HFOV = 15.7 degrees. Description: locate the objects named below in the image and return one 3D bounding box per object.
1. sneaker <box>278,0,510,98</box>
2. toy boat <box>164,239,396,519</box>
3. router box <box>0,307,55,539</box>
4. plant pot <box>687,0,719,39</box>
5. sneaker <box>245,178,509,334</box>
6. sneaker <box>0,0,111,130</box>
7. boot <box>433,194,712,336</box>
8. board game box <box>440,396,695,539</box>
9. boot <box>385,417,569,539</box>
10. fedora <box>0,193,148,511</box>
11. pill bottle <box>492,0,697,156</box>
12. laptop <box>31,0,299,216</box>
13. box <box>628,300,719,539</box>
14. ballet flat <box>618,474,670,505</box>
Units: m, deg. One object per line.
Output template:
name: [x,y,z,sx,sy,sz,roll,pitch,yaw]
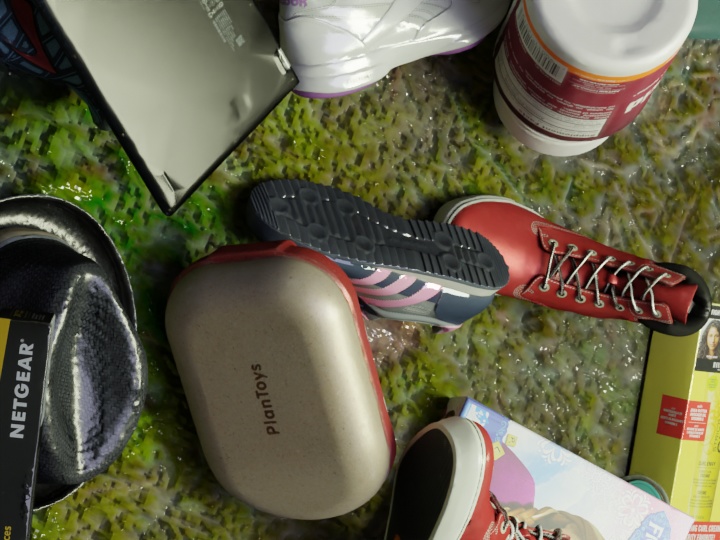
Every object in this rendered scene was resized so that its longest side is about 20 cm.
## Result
sneaker: [0.027,-0.186,1.746,0.200,0.075,0.100,-27,117,-36]
toy boat: [-0.041,0.062,1.724,0.131,0.130,0.200,-57,137,-57]
router box: [-0.264,0.115,1.502,0.157,0.052,0.200,6,95,-4]
plant pot: [0.243,-0.255,1.850,0.200,0.161,0.201,19,67,-55]
sneaker: [0.000,0.000,1.770,0.200,0.082,0.070,18,42,-26]
sneaker: [-0.205,-0.155,1.557,0.095,0.079,0.200,-35,123,-7]
boot: [0.156,-0.001,1.856,0.200,0.144,0.073,16,90,-42]
board game box: [0.113,0.223,1.875,0.199,0.041,0.200,28,78,-14]
boot: [0.096,0.170,1.762,0.144,0.072,0.200,-4,136,-18]
fedora: [-0.187,0.057,1.588,0.200,0.092,0.201,-11,106,-41]
pill bottle: [0.153,-0.154,1.776,0.114,0.200,0.114,2,74,-6]
laptop: [-0.130,-0.171,1.572,0.200,0.116,0.187,-49,127,-27]
box: [0.256,0.122,2.036,0.075,0.050,0.200,8,94,-44]
ballet flat: [0.145,0.222,1.943,0.200,0.064,0.067,-30,74,-16]
